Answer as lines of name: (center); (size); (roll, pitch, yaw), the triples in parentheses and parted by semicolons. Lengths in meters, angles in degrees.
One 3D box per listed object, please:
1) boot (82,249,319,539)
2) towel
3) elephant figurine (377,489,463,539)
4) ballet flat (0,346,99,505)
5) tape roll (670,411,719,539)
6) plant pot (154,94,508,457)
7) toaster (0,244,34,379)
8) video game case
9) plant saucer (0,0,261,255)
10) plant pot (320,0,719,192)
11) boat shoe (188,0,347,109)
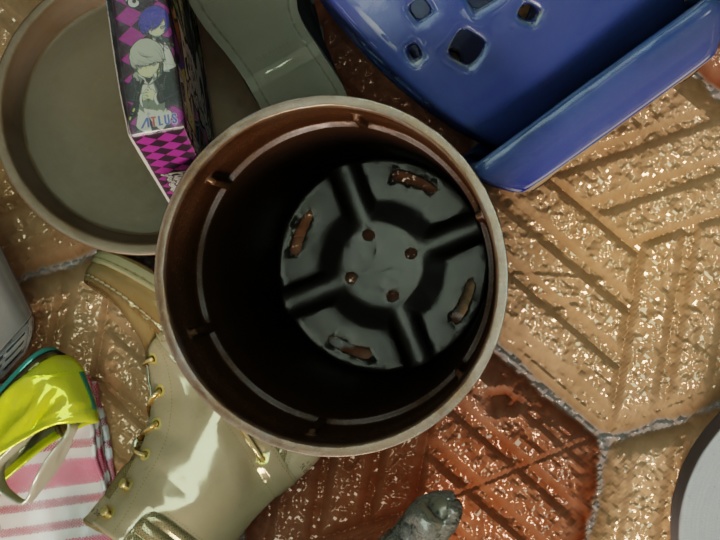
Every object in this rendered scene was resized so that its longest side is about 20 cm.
boot: (-0.135, 0.098, 1.112); (0.200, 0.073, 0.156); (41, 83, -1)
towel: (-0.232, 0.176, 1.149); (0.146, 0.030, 0.201); (-11, 88, 6)
elephant figurine: (-0.013, 0.239, 1.085); (0.200, 0.155, 0.142); (-49, 122, -22)
ballet flat: (-0.242, 0.134, 1.094); (0.200, 0.067, 0.067); (-42, 76, 13)
tape roll: (0.298, 0.165, 1.081); (0.199, 0.066, 0.201); (0, 90, 5)
plant pot: (0.000, 0.000, 1.040); (0.199, 0.198, 0.201); (0, 92, 11)
toaster: (-0.298, 0.035, 1.076); (0.113, 0.200, 0.129); (-12, 116, 37)
video game case: (-0.118, -0.139, 1.018); (0.036, 0.200, 0.182); (-10, 77, 0)
plant saucer: (-0.141, -0.105, 1.127); (0.199, 0.029, 0.201); (0, 77, -2)
plant pot: (0.101, -0.161, 1.045); (0.200, 0.200, 0.180); (-36, 93, 3)
boat shoe: (-0.064, -0.168, 1.043); (0.072, 0.063, 0.200); (-24, 126, 1)
